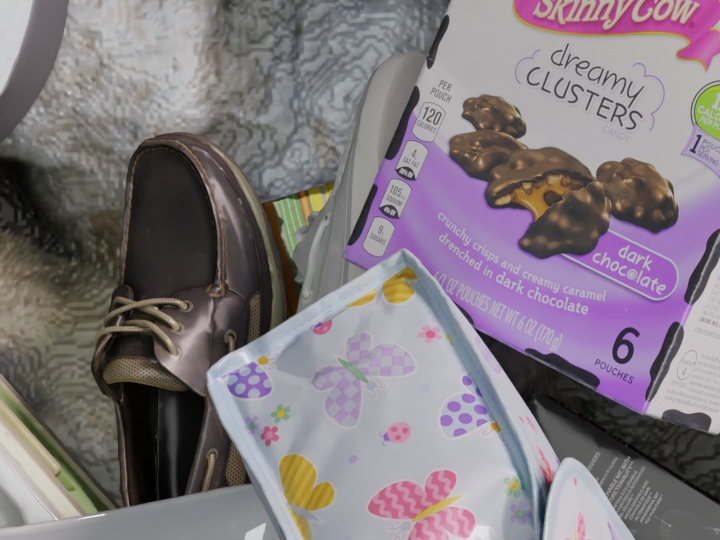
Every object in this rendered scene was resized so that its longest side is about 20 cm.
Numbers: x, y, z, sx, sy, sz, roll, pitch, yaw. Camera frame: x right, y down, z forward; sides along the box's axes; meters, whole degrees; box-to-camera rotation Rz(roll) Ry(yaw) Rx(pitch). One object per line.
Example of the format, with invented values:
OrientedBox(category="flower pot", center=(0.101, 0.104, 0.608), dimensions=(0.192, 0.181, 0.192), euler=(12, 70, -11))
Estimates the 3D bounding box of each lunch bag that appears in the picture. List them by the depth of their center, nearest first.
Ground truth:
OrientedBox(category="lunch bag", center=(0.045, 0.122, 1.175), dimensions=(0.127, 0.170, 0.201), euler=(-29, 50, 3))

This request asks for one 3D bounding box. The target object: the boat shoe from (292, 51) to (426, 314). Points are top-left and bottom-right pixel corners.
OrientedBox(category="boat shoe", center=(0.000, 0.000, 1.335), dimensions=(0.068, 0.072, 0.201), euler=(-7, 73, 35))

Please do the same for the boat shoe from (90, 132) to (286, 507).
OrientedBox(category="boat shoe", center=(-0.078, 0.037, 1.336), dimensions=(0.074, 0.073, 0.201), euler=(-9, 88, 33))

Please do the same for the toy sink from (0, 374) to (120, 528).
OrientedBox(category="toy sink", center=(-0.184, 0.106, 1.295), dimensions=(0.112, 0.200, 0.130), euler=(-43, 83, 3))

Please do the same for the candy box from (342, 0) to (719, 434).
OrientedBox(category="candy box", center=(0.107, -0.060, 1.229), dimensions=(0.167, 0.071, 0.201), euler=(27, 97, 35))

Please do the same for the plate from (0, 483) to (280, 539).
OrientedBox(category="plate", center=(-0.104, 0.199, 1.205), dimensions=(0.198, 0.032, 0.201), euler=(-8, 80, -24))

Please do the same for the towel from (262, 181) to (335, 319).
OrientedBox(category="towel", center=(0.026, -0.009, 1.371), dimensions=(0.199, 0.018, 0.087), euler=(-18, 86, 4))

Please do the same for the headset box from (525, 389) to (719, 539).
OrientedBox(category="headset box", center=(0.108, 0.157, 1.324), dimensions=(0.199, 0.077, 0.149), euler=(31, 90, 7))

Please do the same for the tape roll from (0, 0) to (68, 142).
OrientedBox(category="tape roll", center=(-0.238, -0.135, 1.381), dimensions=(0.199, 0.066, 0.202), euler=(0, 88, 6))
